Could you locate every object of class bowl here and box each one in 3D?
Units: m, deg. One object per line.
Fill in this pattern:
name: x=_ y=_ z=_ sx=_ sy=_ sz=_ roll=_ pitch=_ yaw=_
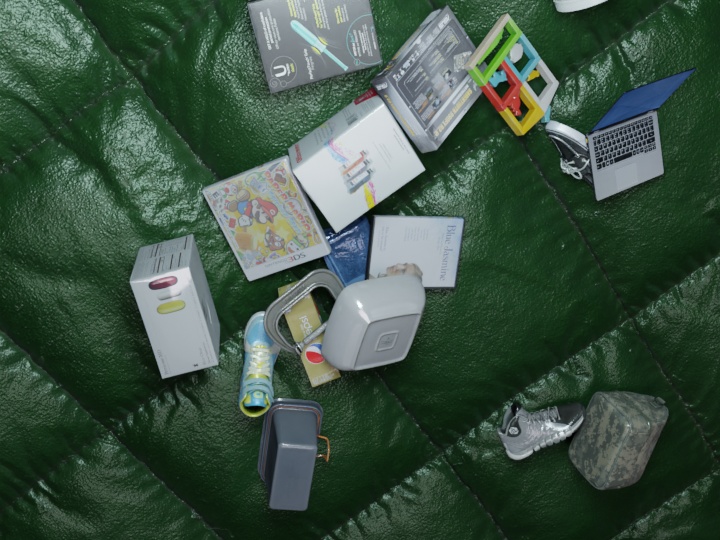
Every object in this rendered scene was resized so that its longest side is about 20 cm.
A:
bowl: x=0.033 y=0.111 z=1.611 sx=0.196 sy=0.075 sz=0.202 roll=-7 pitch=132 yaw=-31

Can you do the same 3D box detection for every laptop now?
laptop: x=0.520 y=-0.246 z=1.546 sx=0.184 sy=0.115 sz=0.204 roll=-20 pitch=107 yaw=-24

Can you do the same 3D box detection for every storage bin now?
storage bin: x=-0.133 y=0.391 z=1.742 sx=0.142 sy=0.135 sz=0.204 roll=6 pitch=113 yaw=-11

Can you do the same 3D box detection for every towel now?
towel: x=0.000 y=0.000 z=1.645 sx=0.110 sy=0.049 sz=0.203 roll=-24 pitch=114 yaw=1

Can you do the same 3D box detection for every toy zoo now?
toy zoo: x=0.284 y=-0.341 z=1.526 sx=0.200 sy=0.020 sz=0.132 roll=46 pitch=72 yaw=-24

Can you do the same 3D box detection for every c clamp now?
c clamp: x=-0.081 y=0.091 z=1.609 sx=0.198 sy=0.027 sz=0.173 roll=-33 pitch=116 yaw=-9

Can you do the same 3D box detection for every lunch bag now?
lunch bag: x=0.571 y=0.368 z=1.836 sx=0.164 sy=0.140 sz=0.204 roll=3 pitch=116 yaw=-28

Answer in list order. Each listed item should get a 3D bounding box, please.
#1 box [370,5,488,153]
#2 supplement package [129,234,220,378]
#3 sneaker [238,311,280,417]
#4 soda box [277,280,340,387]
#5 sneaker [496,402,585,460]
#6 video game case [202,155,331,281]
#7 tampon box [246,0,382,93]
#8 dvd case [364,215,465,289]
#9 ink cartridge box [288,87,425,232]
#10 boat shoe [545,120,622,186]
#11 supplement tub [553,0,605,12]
box: x=0.129 y=-0.333 z=1.472 sx=0.159 sy=0.048 sz=0.201 roll=49 pitch=65 yaw=-24
supplement package: x=-0.338 y=0.065 z=1.563 sx=0.108 sy=0.156 sz=0.204 roll=-14 pitch=115 yaw=-2
sneaker: x=-0.195 y=0.193 z=1.652 sx=0.078 sy=0.131 sz=0.204 roll=4 pitch=112 yaw=-8
soda box: x=-0.101 y=0.124 z=1.671 sx=0.063 sy=0.068 sz=0.203 roll=-19 pitch=114 yaw=-1
sneaker: x=0.383 y=0.320 z=1.824 sx=0.198 sy=0.075 sz=0.116 roll=-33 pitch=111 yaw=7
video game case: x=-0.173 y=-0.092 z=1.567 sx=0.179 sy=0.023 sz=0.203 roll=-18 pitch=114 yaw=18
tampon box: x=-0.079 y=-0.406 z=1.421 sx=0.196 sy=0.127 sz=0.153 roll=-15 pitch=114 yaw=-1
dvd case: x=0.106 y=-0.033 z=1.635 sx=0.196 sy=0.018 sz=0.146 roll=0 pitch=107 yaw=-22
ink cartridge box: x=-0.011 y=-0.198 z=1.507 sx=0.198 sy=0.146 sz=0.146 roll=-33 pitch=114 yaw=7
boat shoe: x=0.417 y=-0.209 z=1.607 sx=0.198 sy=0.073 sz=0.069 roll=32 pitch=91 yaw=-29
supplement tub: x=0.363 y=-0.555 z=1.415 sx=0.142 sy=0.145 sz=0.203 roll=-22 pitch=114 yaw=2
